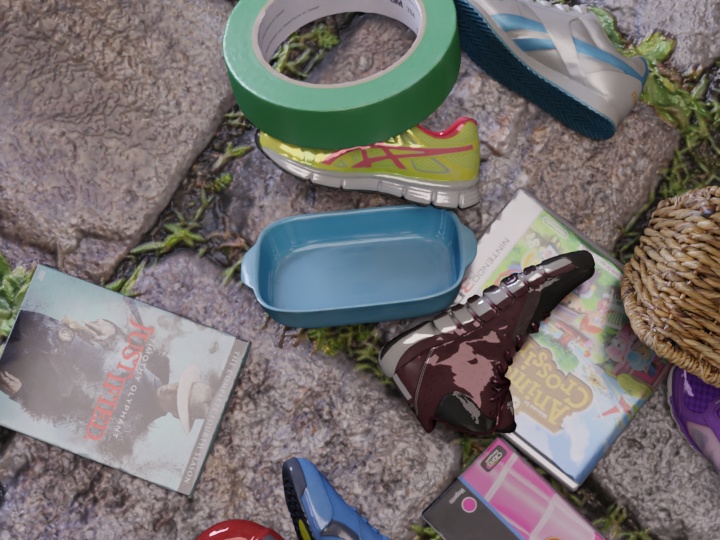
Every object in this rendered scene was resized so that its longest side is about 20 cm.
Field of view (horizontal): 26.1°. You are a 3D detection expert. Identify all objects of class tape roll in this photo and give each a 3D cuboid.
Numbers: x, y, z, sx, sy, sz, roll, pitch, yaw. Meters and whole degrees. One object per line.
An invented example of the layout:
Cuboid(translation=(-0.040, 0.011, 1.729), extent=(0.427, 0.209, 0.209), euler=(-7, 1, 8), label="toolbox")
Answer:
Cuboid(translation=(-0.016, -0.191, 1.322), extent=(0.200, 0.048, 0.201), euler=(-4, 51, 5), label="tape roll")

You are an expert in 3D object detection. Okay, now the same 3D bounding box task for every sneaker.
Cuboid(translation=(0.157, -0.201, 1.360), extent=(0.200, 0.077, 0.081), euler=(37, 74, 1), label="sneaker")
Cuboid(translation=(0.324, 0.153, 1.282), extent=(0.080, 0.088, 0.200), euler=(-26, 80, -1), label="sneaker")
Cuboid(translation=(0.124, 0.071, 1.294), extent=(0.200, 0.076, 0.116), euler=(-28, 85, 7), label="sneaker")
Cuboid(translation=(0.001, 0.239, 1.292), extent=(0.078, 0.066, 0.200), euler=(-25, 81, -15), label="sneaker")
Cuboid(translation=(0.010, -0.113, 1.331), extent=(0.200, 0.078, 0.090), euler=(9, 105, -7), label="sneaker")

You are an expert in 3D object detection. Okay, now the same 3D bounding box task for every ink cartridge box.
Cuboid(translation=(0.154, 0.240, 1.295), extent=(0.200, 0.037, 0.095), euler=(44, 92, 6), label="ink cartridge box")

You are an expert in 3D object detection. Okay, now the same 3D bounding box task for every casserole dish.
Cuboid(translation=(0.000, 0.000, 1.316), extent=(0.200, 0.039, 0.121), euler=(-5, 43, 3), label="casserole dish")

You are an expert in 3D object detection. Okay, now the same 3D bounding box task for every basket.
Cuboid(translation=(0.309, 0.044, 1.268), extent=(0.200, 0.143, 0.149), euler=(27, 78, -12), label="basket")

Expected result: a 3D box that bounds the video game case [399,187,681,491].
Cuboid(translation=(0.160, 0.058, 1.336), extent=(0.200, 0.022, 0.182), euler=(39, 83, 7), label="video game case")

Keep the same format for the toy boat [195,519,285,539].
Cuboid(translation=(-0.122, 0.299, 1.246), extent=(0.130, 0.131, 0.200), euler=(39, 83, 8), label="toy boat")

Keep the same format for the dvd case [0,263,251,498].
Cuboid(translation=(-0.212, 0.094, 1.339), extent=(0.200, 0.022, 0.146), euler=(21, 81, 4), label="dvd case")
